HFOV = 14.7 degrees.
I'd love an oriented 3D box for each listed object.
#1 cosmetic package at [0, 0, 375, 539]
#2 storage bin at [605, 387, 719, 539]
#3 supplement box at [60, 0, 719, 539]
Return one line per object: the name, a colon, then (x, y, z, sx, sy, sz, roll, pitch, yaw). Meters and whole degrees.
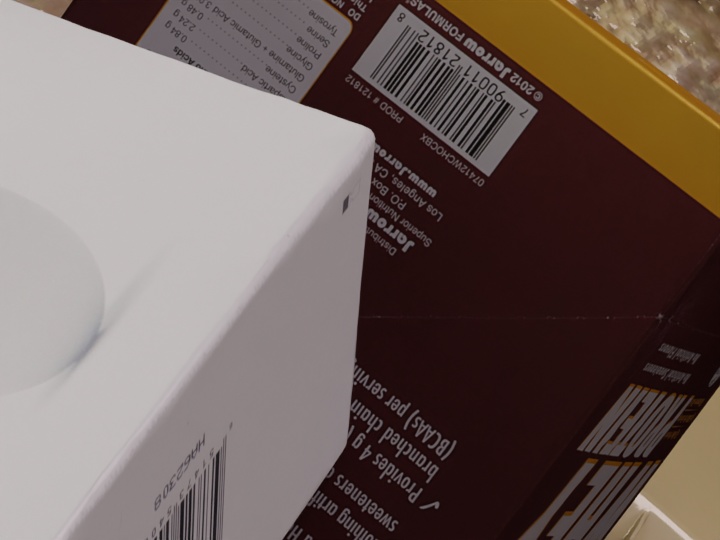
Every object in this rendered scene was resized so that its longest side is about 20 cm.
cosmetic package: (-0.131, 0.032, 0.683, 0.200, 0.123, 0.199, 23, 47, 16)
storage bin: (0.063, 0.045, 1.013, 0.200, 0.094, 0.199, 40, 34, -3)
supplement box: (0.000, 0.000, 0.830, 0.197, 0.200, 0.133, 39, 8, 17)
